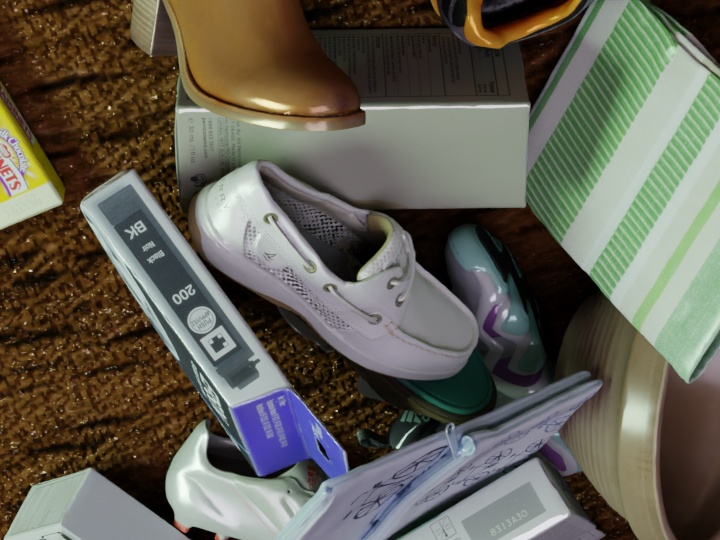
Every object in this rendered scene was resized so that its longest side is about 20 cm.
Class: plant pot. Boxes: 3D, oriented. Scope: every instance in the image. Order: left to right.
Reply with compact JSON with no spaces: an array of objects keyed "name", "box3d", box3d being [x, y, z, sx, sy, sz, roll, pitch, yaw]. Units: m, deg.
[{"name":"plant pot","box3d":[0.181,0.070,1.266,0.093,0.201,0.201,9,126,30]}]

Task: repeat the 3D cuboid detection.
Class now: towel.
[{"name":"towel","box3d":[0.168,-0.058,1.169,0.023,0.200,0.153,5,124,-42]}]

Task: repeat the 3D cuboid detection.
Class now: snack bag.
[{"name":"snack bag","box3d":[0.028,0.133,1.207,0.200,0.021,0.189,-19,161,-32]}]

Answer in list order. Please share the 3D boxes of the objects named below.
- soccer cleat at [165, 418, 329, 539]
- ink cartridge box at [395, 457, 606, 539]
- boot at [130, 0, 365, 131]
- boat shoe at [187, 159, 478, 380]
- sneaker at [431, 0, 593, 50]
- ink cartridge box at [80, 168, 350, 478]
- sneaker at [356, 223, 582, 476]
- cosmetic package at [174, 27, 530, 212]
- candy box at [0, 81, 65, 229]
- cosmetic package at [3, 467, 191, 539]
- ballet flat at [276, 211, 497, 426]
[{"name":"soccer cleat","box3d":[-0.031,0.160,1.365,0.200,0.069,0.078,19,116,-9]},{"name":"ink cartridge box","box3d":[0.073,0.188,1.338,0.161,0.200,0.050,-32,75,6]},{"name":"boot","box3d":[-0.053,-0.170,1.103,0.077,0.200,0.156,-2,117,-33]},{"name":"boat shoe","box3d":[0.000,0.000,1.155,0.200,0.071,0.069,28,135,-31]},{"name":"sneaker","box3d":[0.130,-0.186,1.153,0.200,0.077,0.078,-35,114,16]},{"name":"ink cartridge box","box3d":[-0.076,0.055,1.181,0.043,0.198,0.200,-36,76,-8]},{"name":"sneaker","box3d":[0.057,0.072,1.306,0.140,0.078,0.200,-21,119,10]},{"name":"cosmetic package","box3d":[-0.005,-0.089,1.193,0.200,0.104,0.073,0,122,0]},{"name":"candy box","box3d":[-0.268,-0.104,1.220,0.102,0.026,0.200,-23,119,9]},{"name":"cosmetic package","box3d":[-0.136,0.213,1.382,0.200,0.051,0.082,39,148,-22]},{"name":"ballet flat","box3d":[-0.002,0.035,1.257,0.200,0.068,0.072,39,143,12]}]
